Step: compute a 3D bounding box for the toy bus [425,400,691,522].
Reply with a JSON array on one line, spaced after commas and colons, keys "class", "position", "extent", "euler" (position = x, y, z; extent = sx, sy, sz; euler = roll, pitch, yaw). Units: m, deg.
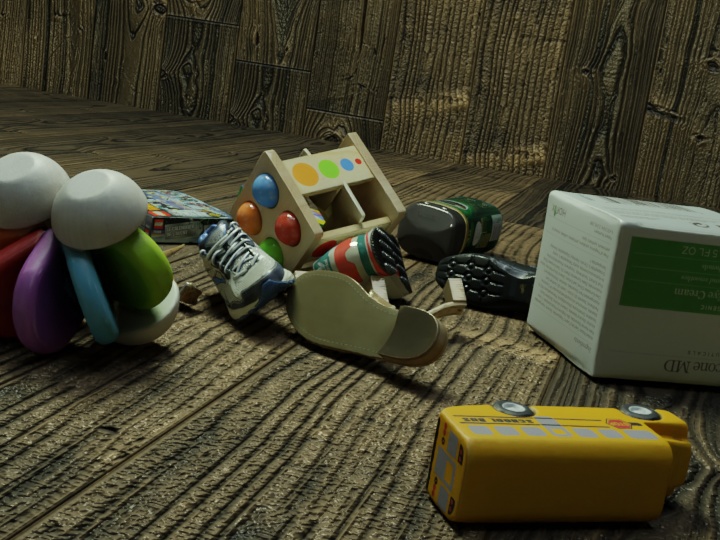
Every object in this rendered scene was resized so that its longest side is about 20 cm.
[{"class": "toy bus", "position": [0.148, 0.137, 0.761], "extent": [0.199, 0.065, 0.078], "euler": [4, 13, -19]}]

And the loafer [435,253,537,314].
[{"class": "loafer", "position": [0.193, 0.023, 1.347], "extent": [0.200, 0.068, 0.070], "euler": [11, -7, 22]}]

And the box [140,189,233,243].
[{"class": "box", "position": [-0.281, -0.080, 1.545], "extent": [0.137, 0.040, 0.200], "euler": [-1, 16, -36]}]

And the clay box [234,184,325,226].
[{"class": "clay box", "position": [-0.074, -0.059, 1.492], "extent": [0.200, 0.048, 0.115], "euler": [17, 10, -18]}]

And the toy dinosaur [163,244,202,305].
[{"class": "toy dinosaur", "position": [-0.234, 0.001, 1.201], "extent": [0.106, 0.060, 0.200], "euler": [30, 6, -29]}]

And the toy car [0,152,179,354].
[{"class": "toy car", "position": [-0.268, 0.004, 0.945], "extent": [0.200, 0.175, 0.150], "euler": [14, 48, 22]}]

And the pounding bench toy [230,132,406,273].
[{"class": "pounding bench toy", "position": [-0.075, -0.048, 1.301], "extent": [0.156, 0.200, 0.124], "euler": [-17, 67, -37]}]

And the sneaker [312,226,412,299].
[{"class": "sneaker", "position": [0.000, 0.000, 1.255], "extent": [0.093, 0.071, 0.200], "euler": [-17, -11, 9]}]

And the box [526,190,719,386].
[{"class": "box", "position": [0.320, 0.017, 1.186], "extent": [0.198, 0.172, 0.200], "euler": [6, 13, -13]}]

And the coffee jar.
[{"class": "coffee jar", "position": [0.139, -0.065, 1.656], "extent": [0.104, 0.086, 0.200], "euler": [18, 14, 26]}]

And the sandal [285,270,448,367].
[{"class": "sandal", "position": [0.013, 0.062, 1.063], "extent": [0.211, 0.078, 0.070], "euler": [17, -19, 45]}]

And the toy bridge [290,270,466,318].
[{"class": "toy bridge", "position": [0.019, 0.038, 1.154], "extent": [0.199, 0.027, 0.067], "euler": [2, 53, -16]}]

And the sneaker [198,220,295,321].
[{"class": "sneaker", "position": [-0.136, -0.006, 1.143], "extent": [0.077, 0.085, 0.200], "euler": [-39, 20, -12]}]
